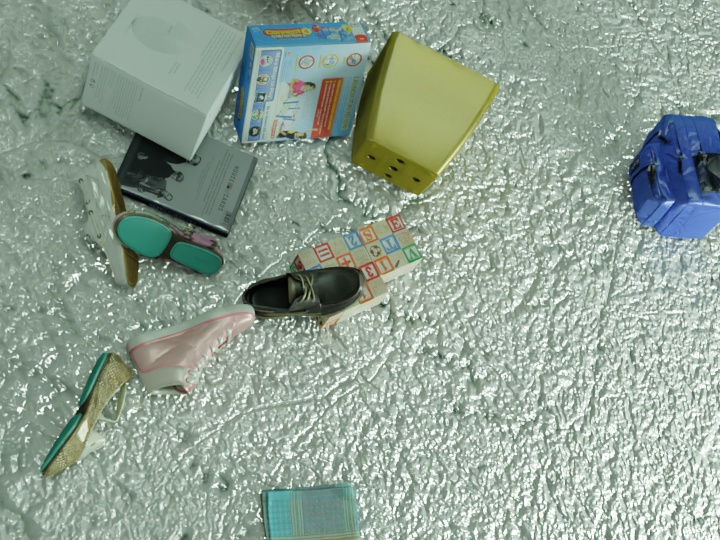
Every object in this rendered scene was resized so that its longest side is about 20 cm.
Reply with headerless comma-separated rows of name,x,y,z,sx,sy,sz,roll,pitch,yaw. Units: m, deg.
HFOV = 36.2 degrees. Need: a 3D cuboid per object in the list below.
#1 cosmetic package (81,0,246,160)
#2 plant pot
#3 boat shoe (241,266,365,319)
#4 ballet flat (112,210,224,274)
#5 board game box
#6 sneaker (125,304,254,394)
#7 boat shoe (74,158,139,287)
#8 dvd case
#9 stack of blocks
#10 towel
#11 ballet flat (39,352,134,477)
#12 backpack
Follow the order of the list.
cosmetic package,-0.307,-0.319,1.757,0.198,0.123,0.201,27,51,-5
plant pot,0.087,-0.246,1.846,0.198,0.200,0.178,26,74,-7
boat shoe,-0.089,0.037,1.676,0.197,0.073,0.076,-13,82,15
ballet flat,-0.296,-0.051,1.678,0.199,0.069,0.071,23,24,-37
board game box,-0.098,-0.305,1.793,0.193,0.201,0.056,-7,50,-21
sneaker,-0.239,0.125,1.637,0.198,0.076,0.106,-18,70,-16
boat shoe,-0.390,-0.065,1.678,0.068,0.071,0.203,-16,81,4
dvd case,-0.280,-0.156,1.770,0.198,0.025,0.152,23,63,-9
stack of blocks,0.000,0.000,1.780,0.198,0.059,0.116,-23,77,-25
towel,-0.066,0.414,1.607,0.145,0.022,0.203,-1,69,-18
ballet flat,-0.380,0.212,1.563,0.065,0.070,0.202,34,65,-18
backpack,0.576,-0.183,1.992,0.165,0.163,0.203,5,67,-13
